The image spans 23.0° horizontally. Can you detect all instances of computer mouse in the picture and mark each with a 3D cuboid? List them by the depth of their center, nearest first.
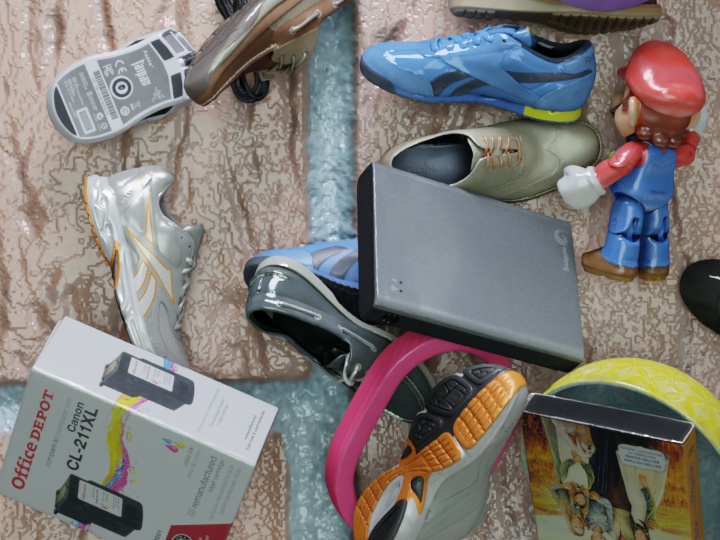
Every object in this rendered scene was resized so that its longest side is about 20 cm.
[{"bbox_3d":[-0.177,-0.171,1.528,0.198,0.044,0.111,-22,95,-7],"label":"computer mouse"}]

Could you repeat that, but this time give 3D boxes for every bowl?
[{"bbox_3d":[0.245,0.145,1.489,0.200,0.200,0.108,44,46,0],"label":"bowl"}]

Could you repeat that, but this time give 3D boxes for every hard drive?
[{"bbox_3d":[0.091,-0.001,1.469,0.198,0.033,0.141,16,53,-24],"label":"hard drive"}]

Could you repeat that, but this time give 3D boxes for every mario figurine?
[{"bbox_3d":[0.234,-0.097,1.514,0.105,0.123,0.202,13,101,17],"label":"mario figurine"}]

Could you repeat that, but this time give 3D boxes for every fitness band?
[{"bbox_3d":[0.053,0.139,1.490,0.143,0.037,0.201,21,103,-29],"label":"fitness band"}]

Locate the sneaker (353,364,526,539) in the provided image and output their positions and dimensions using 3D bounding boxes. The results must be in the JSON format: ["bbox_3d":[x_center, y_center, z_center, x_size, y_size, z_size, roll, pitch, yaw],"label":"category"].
[{"bbox_3d":[0.080,0.162,1.447,0.091,0.076,0.201,22,116,-37],"label":"sneaker"}]

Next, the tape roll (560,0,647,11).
[{"bbox_3d":[0.198,-0.321,1.483,0.198,0.066,0.202,8,66,-18],"label":"tape roll"}]

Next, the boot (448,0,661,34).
[{"bbox_3d":[0.168,-0.295,1.522,0.198,0.072,0.168,5,83,-9],"label":"boot"}]

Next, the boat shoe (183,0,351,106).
[{"bbox_3d":[-0.067,-0.202,1.491,0.072,0.076,0.200,50,65,-17],"label":"boat shoe"}]

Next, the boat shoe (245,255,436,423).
[{"bbox_3d":[-0.018,0.073,1.494,0.200,0.062,0.073,41,129,-14],"label":"boat shoe"}]

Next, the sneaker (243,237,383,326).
[{"bbox_3d":[0.000,0.000,1.527,0.198,0.066,0.079,5,49,10],"label":"sneaker"}]

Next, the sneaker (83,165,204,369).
[{"bbox_3d":[-0.168,0.004,1.511,0.091,0.076,0.202,-19,91,-6],"label":"sneaker"}]

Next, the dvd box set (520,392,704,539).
[{"bbox_3d":[0.210,0.200,1.456,0.145,0.029,0.202,10,127,30],"label":"dvd box set"}]

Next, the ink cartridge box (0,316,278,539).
[{"bbox_3d":[-0.188,0.150,1.472,0.198,0.083,0.147,23,124,-1],"label":"ink cartridge box"}]

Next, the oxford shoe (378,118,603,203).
[{"bbox_3d":[0.114,-0.092,1.515,0.198,0.074,0.072,-12,87,-2],"label":"oxford shoe"}]

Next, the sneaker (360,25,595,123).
[{"bbox_3d":[0.101,-0.182,1.500,0.198,0.066,0.079,9,125,1],"label":"sneaker"}]

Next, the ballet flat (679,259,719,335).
[{"bbox_3d":[0.369,0.049,1.523,0.199,0.068,0.068,29,89,-1],"label":"ballet flat"}]
